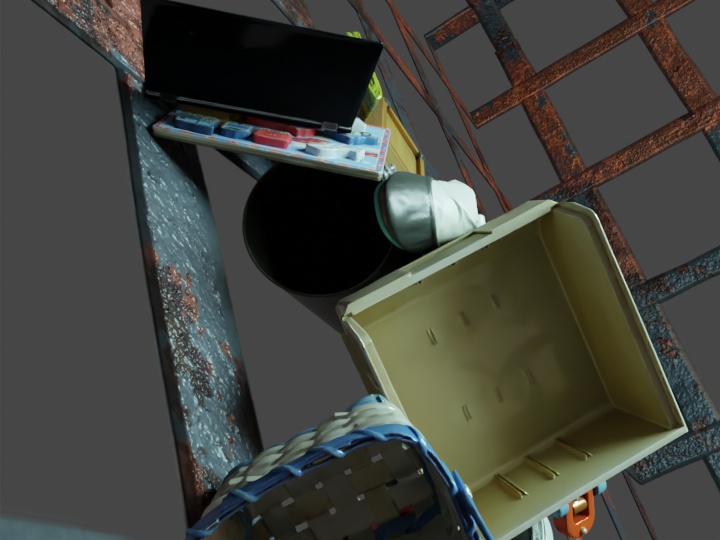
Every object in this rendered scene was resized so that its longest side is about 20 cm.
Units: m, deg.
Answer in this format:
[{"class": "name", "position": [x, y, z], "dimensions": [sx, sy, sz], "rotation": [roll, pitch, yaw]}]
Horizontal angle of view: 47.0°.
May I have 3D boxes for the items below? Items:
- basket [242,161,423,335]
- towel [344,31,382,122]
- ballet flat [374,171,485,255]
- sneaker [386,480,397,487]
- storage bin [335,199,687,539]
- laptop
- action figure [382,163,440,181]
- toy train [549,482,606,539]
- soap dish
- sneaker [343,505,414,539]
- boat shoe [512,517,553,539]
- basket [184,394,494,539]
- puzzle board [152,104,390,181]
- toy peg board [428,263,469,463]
[{"class": "basket", "position": [0.000, 0.000, 0.815], "dimensions": [0.180, 0.136, 0.200], "rotation": [40, -6, 37]}, {"class": "towel", "position": [-0.035, -0.162, 0.911], "dimensions": [0.018, 0.200, 0.087], "rotation": [-5, 64, -30]}, {"class": "ballet flat", "position": [0.069, -0.045, 0.704], "dimensions": [0.200, 0.068, 0.069], "rotation": [21, 61, -72]}, {"class": "sneaker", "position": [0.077, 0.222, 0.812], "dimensions": [0.200, 0.079, 0.089], "rotation": [32, 10, -48]}, {"class": "storage bin", "position": [0.110, 0.074, 0.636], "dimensions": [0.200, 0.199, 0.094], "rotation": [65, -10, -9]}, {"class": "laptop", "position": [-0.088, -0.199, 0.729], "dimensions": [0.185, 0.117, 0.201], "rotation": [9, 34, -10]}, {"class": "action figure", "position": [0.010, -0.103, 1.059], "dimensions": [0.199, 0.103, 0.119], "rotation": [28, 35, 28]}, {"class": "toy train", "position": [0.160, 0.276, 0.812], "dimensions": [0.055, 0.199, 0.152], "rotation": [12, -62, 55]}, {"class": "soap dish", "position": [0.038, -0.174, 1.285], "dimensions": [0.158, 0.081, 0.201], "rotation": [54, 19, -23]}, {"class": "sneaker", "position": [0.014, 0.223, 0.575], "dimensions": [0.077, 0.085, 0.200], "rotation": [55, 18, -17]}, {"class": "boat shoe", "position": [0.166, 0.267, 0.996], "dimensions": [0.064, 0.070, 0.201], "rotation": [47, 14, -41]}, {"class": "basket", "position": [-0.008, 0.164, 0.453], "dimensions": [0.140, 0.175, 0.200], "rotation": [62, 5, -11]}, {"class": "puzzle board", "position": [-0.072, -0.132, 0.763], "dimensions": [0.151, 0.198, 0.018], "rotation": [-78, 180, -65]}, {"class": "toy peg board", "position": [0.077, 0.084, 0.787], "dimensions": [0.200, 0.097, 0.201], "rotation": [5, 91, -64]}]
